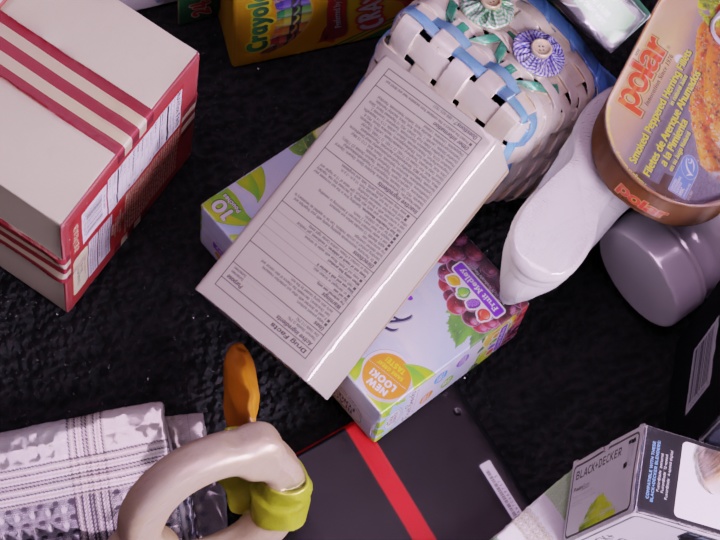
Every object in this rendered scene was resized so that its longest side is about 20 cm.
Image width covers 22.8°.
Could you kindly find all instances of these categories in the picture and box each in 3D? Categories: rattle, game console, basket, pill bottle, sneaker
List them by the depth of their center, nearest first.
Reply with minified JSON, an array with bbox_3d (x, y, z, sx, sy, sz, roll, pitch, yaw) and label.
[{"bbox_3d":[-0.142,0.141,1.156,0.199,0.130,0.144,-31,67,1],"label":"rattle"},{"bbox_3d":[0.037,0.190,1.214,0.176,0.031,0.201,-26,73,-21],"label":"game console"},{"bbox_3d":[0.157,-0.054,1.245,0.075,0.089,0.200,42,64,8],"label":"sneaker"},{"bbox_3d":[0.272,-0.048,1.284,0.199,0.111,0.111,-34,74,-17],"label":"pill bottle"},{"bbox_3d":[0.108,-0.139,1.303,0.176,0.140,0.200,43,35,13],"label":"basket"}]

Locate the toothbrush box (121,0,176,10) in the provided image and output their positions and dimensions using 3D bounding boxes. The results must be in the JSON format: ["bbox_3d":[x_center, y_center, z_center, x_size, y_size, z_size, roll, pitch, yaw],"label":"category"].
[{"bbox_3d":[-0.120,-0.286,1.299,0.145,0.200,0.086,-15,68,-10],"label":"toothbrush box"}]

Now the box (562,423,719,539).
[{"bbox_3d":[0.245,0.167,1.171,0.198,0.117,0.061,18,67,-13],"label":"box"}]

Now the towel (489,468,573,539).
[{"bbox_3d":[0.124,0.238,1.172,0.199,0.031,0.150,-33,80,-35],"label":"towel"}]

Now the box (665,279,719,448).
[{"bbox_3d":[0.319,0.086,1.185,0.194,0.200,0.125,13,67,0],"label":"box"}]

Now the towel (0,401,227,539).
[{"bbox_3d":[-0.182,0.191,1.188,0.198,0.035,0.194,-8,68,-9],"label":"towel"}]

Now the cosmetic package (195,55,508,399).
[{"bbox_3d":[-0.003,-0.028,1.179,0.103,0.073,0.200,39,86,17],"label":"cosmetic package"}]

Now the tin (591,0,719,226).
[{"bbox_3d":[0.228,-0.116,1.225,0.111,0.042,0.201,33,58,-2],"label":"tin"}]

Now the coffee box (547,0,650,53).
[{"bbox_3d":[0.121,-0.235,1.276,0.044,0.200,0.123,-44,120,7],"label":"coffee box"}]

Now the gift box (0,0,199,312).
[{"bbox_3d":[-0.238,-0.100,1.222,0.186,0.185,0.201,34,63,7],"label":"gift box"}]

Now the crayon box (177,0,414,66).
[{"bbox_3d":[-0.035,-0.214,1.317,0.198,0.127,0.051,-13,69,-9],"label":"crayon box"}]

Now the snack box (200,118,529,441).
[{"bbox_3d":[0.000,0.000,1.261,0.142,0.053,0.200,-35,71,-22],"label":"snack box"}]
